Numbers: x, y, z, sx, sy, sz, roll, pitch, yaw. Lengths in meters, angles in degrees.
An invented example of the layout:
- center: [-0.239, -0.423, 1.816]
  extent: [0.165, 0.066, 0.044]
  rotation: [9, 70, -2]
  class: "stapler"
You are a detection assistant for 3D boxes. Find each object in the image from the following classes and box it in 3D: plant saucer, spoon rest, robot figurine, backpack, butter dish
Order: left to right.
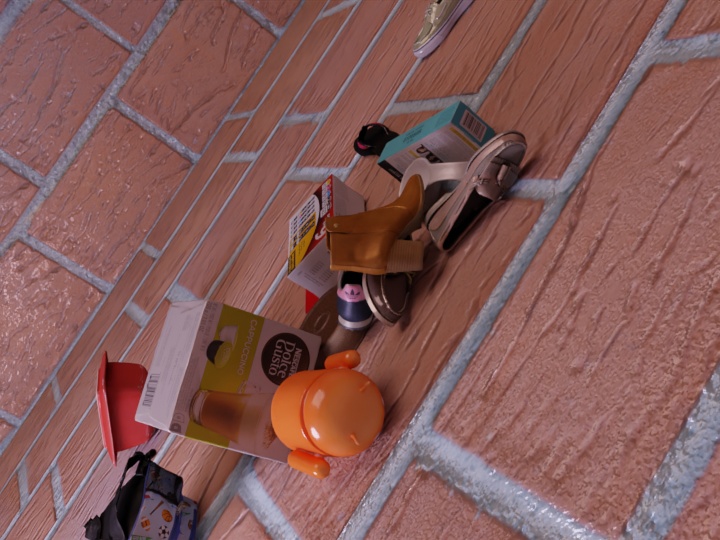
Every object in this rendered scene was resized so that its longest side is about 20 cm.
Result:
- center: [-0.480, 0.284, 1.951]
  extent: [0.199, 0.147, 0.201]
  rotation: [-131, 35, -67]
  class: "butter dish"
- center: [-0.355, 0.426, 1.460]
  extent: [0.200, 0.154, 0.191]
  rotation: [-54, 13, 18]
  class: "backpack"
- center: [-0.044, 0.189, 1.207]
  extent: [0.144, 0.117, 0.200]
  rotation: [-35, 10, -29]
  class: "robot figurine"
- center: [-0.051, 0.091, 1.470]
  extent: [0.200, 0.037, 0.201]
  rotation: [-45, 23, 25]
  class: "plant saucer"
- center: [0.111, -0.136, 1.413]
  extent: [0.200, 0.060, 0.100]
  rotation: [-11, 68, 58]
  class: "spoon rest"

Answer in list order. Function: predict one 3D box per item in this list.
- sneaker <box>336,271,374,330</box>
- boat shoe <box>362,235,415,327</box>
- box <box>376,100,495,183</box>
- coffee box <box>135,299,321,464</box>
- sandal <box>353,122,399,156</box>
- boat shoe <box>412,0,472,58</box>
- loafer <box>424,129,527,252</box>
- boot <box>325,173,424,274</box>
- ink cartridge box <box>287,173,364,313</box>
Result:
- center: [0.000, 0.000, 1.408]
  extent: [0.200, 0.070, 0.082]
  rotation: [-89, -1, -53]
  class: "sneaker"
- center: [0.048, 0.001, 1.350]
  extent: [0.059, 0.072, 0.200]
  rotation: [-37, 27, 26]
  class: "boat shoe"
- center: [0.119, -0.197, 1.472]
  extent: [0.200, 0.082, 0.049]
  rotation: [-21, 38, 54]
  class: "box"
- center: [-0.205, 0.169, 1.411]
  extent: [0.200, 0.197, 0.200]
  rotation: [-9, 63, 62]
  class: "coffee box"
- center: [0.027, -0.263, 1.807]
  extent: [0.075, 0.045, 0.200]
  rotation: [-55, 22, -1]
  class: "sandal"
- center: [0.166, -0.531, 1.883]
  extent: [0.200, 0.062, 0.072]
  rotation: [-52, 22, 11]
  class: "boat shoe"
- center: [0.168, -0.105, 1.276]
  extent: [0.200, 0.072, 0.063]
  rotation: [-49, 38, 31]
  class: "loafer"
- center: [0.020, -0.075, 1.336]
  extent: [0.071, 0.144, 0.202]
  rotation: [94, 180, -46]
  class: "boot"
- center: [-0.074, -0.048, 1.653]
  extent: [0.176, 0.084, 0.200]
  rotation: [-46, 24, 22]
  class: "ink cartridge box"
